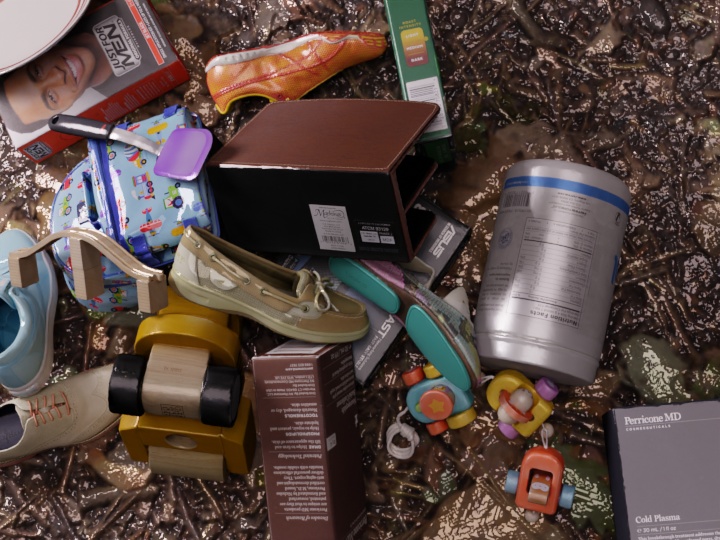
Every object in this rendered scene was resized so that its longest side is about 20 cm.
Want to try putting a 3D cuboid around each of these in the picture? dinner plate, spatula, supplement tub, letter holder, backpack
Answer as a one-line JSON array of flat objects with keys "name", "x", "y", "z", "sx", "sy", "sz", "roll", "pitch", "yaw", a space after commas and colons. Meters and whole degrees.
[{"name": "dinner plate", "x": -0.373, "y": -0.270, "z": 1.302, "sx": 0.199, "sy": 0.024, "sz": 0.201, "roll": -14, "pitch": 45, "yaw": 14}, {"name": "spatula", "x": -0.229, "y": -0.129, "z": 1.166, "sx": 0.199, "sy": 0.021, "sz": 0.057, "roll": 16, "pitch": 72, "yaw": 23}, {"name": "supplement tub", "x": 0.188, "y": 0.003, "z": 1.178, "sx": 0.131, "sy": 0.132, "sz": 0.202, "roll": 12, "pitch": 82, "yaw": 8}, {"name": "letter holder", "x": -0.023, "y": -0.094, "z": 1.162, "sx": 0.199, "sy": 0.101, "sz": 0.142, "roll": 5, "pitch": 38, "yaw": 27}, {"name": "backpack", "x": -0.234, "y": -0.057, "z": 1.227, "sx": 0.198, "sy": 0.135, "sz": 0.184, "roll": -15, "pitch": 67, "yaw": 10}]

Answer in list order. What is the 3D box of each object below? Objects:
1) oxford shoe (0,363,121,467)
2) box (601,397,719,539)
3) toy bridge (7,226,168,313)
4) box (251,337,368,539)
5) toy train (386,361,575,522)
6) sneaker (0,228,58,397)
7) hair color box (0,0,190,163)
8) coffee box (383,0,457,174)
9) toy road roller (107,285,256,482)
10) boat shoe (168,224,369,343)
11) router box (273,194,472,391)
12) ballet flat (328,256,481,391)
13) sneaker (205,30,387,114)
[{"name": "oxford shoe", "x": -0.318, "y": 0.151, "z": 1.231, "sx": 0.199, "sy": 0.074, "sz": 0.071, "roll": -27, "pitch": 78, "yaw": 0}, {"name": "box", "x": 0.343, "y": 0.215, "z": 1.136, "sx": 0.198, "sy": 0.104, "sz": 0.184, "roll": -5, "pitch": 80, "yaw": 5}, {"name": "toy bridge", "x": -0.265, "y": -0.006, "z": 1.152, "sx": 0.199, "sy": 0.027, "sz": 0.068, "roll": 8, "pitch": 110, "yaw": 32}, {"name": "box", "x": -0.047, "y": 0.170, "z": 1.153, "sx": 0.074, "sy": 0.100, "sz": 0.202, "roll": -2, "pitch": 98, "yaw": 18}, {"name": "toy train", "x": 0.120, "y": 0.167, "z": 1.169, "sx": 0.199, "sy": 0.056, "sz": 0.151, "roll": 16, "pitch": 107, "yaw": 12}, {"name": "sneaker", "x": -0.359, "y": 0.026, "z": 1.231, "sx": 0.073, "sy": 0.082, "sz": 0.201, "roll": -19, "pitch": 56, "yaw": 1}, {"name": "hair color box", "x": -0.299, "y": -0.213, "z": 1.303, "sx": 0.199, "sy": 0.061, "sz": 0.102, "roll": -30, "pitch": 78, "yaw": 0}, {"name": "coffee box", "x": 0.060, "y": -0.212, "z": 1.236, "sx": 0.044, "sy": 0.123, "sz": 0.202, "roll": -12, "pitch": 77, "yaw": 5}, {"name": "toy road roller", "x": -0.164, "y": 0.107, "z": 1.180, "sx": 0.122, "sy": 0.201, "sz": 0.147, "roll": 7, "pitch": 56, "yaw": 4}, {"name": "boat shoe", "x": -0.081, "y": 0.014, "z": 1.140, "sx": 0.199, "sy": 0.073, "sz": 0.063, "roll": 19, "pitch": 112, "yaw": -7}, {"name": "router box", "x": 0.000, "y": 0.000, "z": 1.232, "sx": 0.149, "sy": 0.062, "sz": 0.201, "roll": 34, "pitch": 85, "yaw": 9}, {"name": "ballet flat", "x": 0.057, "y": 0.028, "z": 1.155, "sx": 0.200, "sy": 0.069, "sz": 0.071, "roll": 41, "pitch": 60, "yaw": 17}, {"name": "sneaker", "x": -0.065, "y": -0.215, "z": 1.287, "sx": 0.198, "sy": 0.073, "sz": 0.078, "roll": -13, "pitch": 100, "yaw": 7}]
